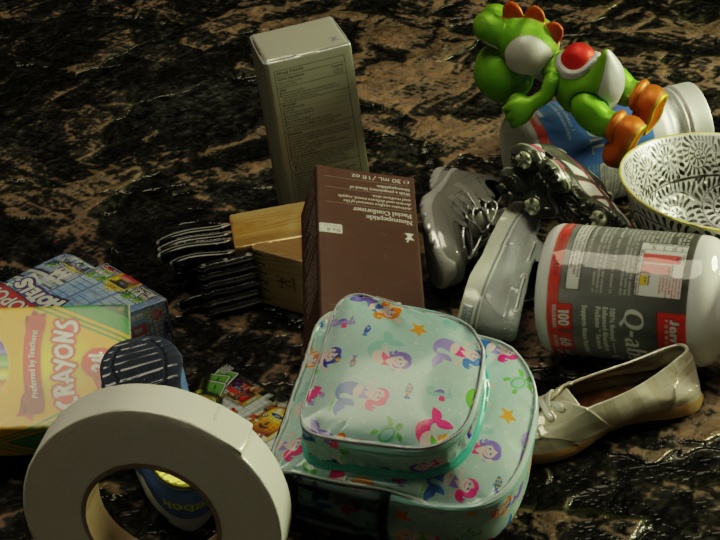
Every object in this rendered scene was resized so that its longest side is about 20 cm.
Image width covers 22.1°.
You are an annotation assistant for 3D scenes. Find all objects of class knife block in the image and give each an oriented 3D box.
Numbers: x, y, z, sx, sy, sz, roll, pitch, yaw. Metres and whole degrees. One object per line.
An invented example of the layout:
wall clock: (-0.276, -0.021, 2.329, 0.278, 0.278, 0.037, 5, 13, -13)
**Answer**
knife block: (-0.093, -0.024, 1.816, 0.175, 0.064, 0.200, 16, 39, 32)

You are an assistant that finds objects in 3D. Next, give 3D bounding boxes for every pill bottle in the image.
pill bottle: (0.260, 0.023, 1.610, 0.198, 0.117, 0.116, 5, 33, 21)
pill bottle: (0.251, -0.129, 1.870, 0.199, 0.113, 0.112, -16, 32, -13)

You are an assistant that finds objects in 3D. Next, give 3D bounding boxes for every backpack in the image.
backpack: (0.041, 0.121, 1.452, 0.198, 0.151, 0.178, 16, 55, 5)

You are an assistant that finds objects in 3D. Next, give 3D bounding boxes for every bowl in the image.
bowl: (0.335, -0.043, 1.716, 0.199, 0.095, 0.201, 1, 30, -1)

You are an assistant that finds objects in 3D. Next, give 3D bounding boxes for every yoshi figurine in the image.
yoshi figurine: (0.190, -0.179, 1.796, 0.199, 0.112, 0.112, 35, 7, 11)

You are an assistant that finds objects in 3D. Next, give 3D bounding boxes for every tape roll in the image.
tape roll: (-0.150, 0.175, 1.363, 0.201, 0.204, 0.037, 0, 31, 13)

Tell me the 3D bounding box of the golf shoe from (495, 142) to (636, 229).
golf shoe: (0.221, -0.049, 1.729, 0.088, 0.077, 0.200, -18, 62, -49)

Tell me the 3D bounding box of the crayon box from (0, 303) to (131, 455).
crayon box: (-0.297, 0.096, 1.602, 0.198, 0.051, 0.128, -2, 55, -8)

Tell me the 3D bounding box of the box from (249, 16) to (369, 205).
box: (-0.048, -0.145, 1.873, 0.094, 0.201, 0.078, -13, 31, -10)

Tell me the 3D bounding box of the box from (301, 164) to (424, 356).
box: (0.000, 0.000, 1.681, 0.099, 0.075, 0.201, 7, 47, -11)

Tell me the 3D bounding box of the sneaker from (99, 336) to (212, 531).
sneaker: (-0.167, 0.133, 1.530, 0.073, 0.083, 0.200, -14, 41, -13)

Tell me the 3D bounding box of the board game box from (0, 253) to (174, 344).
board game box: (-0.312, 0.059, 1.731, 0.199, 0.062, 0.199, -28, 37, -32)

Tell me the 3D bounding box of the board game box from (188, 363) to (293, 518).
board game box: (-0.091, 0.144, 1.579, 0.104, 0.024, 0.199, -32, 39, -31)

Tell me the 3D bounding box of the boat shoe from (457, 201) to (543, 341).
boat shoe: (0.146, 0.006, 1.726, 0.071, 0.070, 0.201, 19, 36, 9)

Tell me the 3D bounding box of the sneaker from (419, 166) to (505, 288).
sneaker: (0.104, -0.052, 1.807, 0.081, 0.075, 0.200, -3, 30, 10)

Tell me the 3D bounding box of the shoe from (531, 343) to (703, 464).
shoe: (0.192, 0.109, 1.544, 0.198, 0.054, 0.070, -15, 31, -13)
